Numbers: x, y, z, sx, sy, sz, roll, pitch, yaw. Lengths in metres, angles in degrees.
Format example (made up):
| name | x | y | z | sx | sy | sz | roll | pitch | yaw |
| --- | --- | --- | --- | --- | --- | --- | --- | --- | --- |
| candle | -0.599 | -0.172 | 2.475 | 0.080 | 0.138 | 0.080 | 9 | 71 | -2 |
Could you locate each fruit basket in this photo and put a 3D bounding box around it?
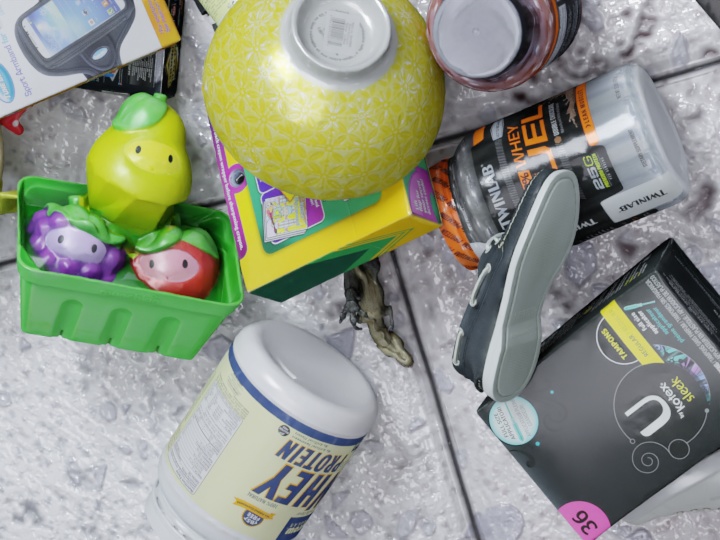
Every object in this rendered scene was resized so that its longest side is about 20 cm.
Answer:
| name | x | y | z | sx | sy | sz | roll | pitch | yaw |
| --- | --- | --- | --- | --- | --- | --- | --- | --- | --- |
| fruit basket | -0.198 | -0.042 | 1.670 | 0.214 | 0.156 | 0.217 | -5 | 129 | -6 |

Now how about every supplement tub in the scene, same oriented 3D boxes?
| name | x | y | z | sx | sy | sz | roll | pitch | yaw |
| --- | --- | --- | --- | --- | --- | --- | --- | --- | --- |
| supplement tub | 0.163 | -0.080 | 1.594 | 0.199 | 0.123 | 0.123 | -23 | 96 | 19 |
| supplement tub | -0.092 | 0.161 | 1.710 | 0.145 | 0.145 | 0.201 | 35 | 110 | 5 |
| supplement tub | 0.113 | -0.202 | 1.538 | 0.106 | 0.200 | 0.108 | 4 | 103 | 15 |

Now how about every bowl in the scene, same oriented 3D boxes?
| name | x | y | z | sx | sy | sz | roll | pitch | yaw |
| --- | --- | --- | --- | --- | --- | --- | --- | --- | --- |
| bowl | -0.022 | -0.168 | 1.513 | 0.198 | 0.108 | 0.202 | 4 | 67 | -8 |

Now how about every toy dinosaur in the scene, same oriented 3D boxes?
| name | x | y | z | sx | sy | sz | roll | pitch | yaw |
| --- | --- | --- | --- | --- | --- | --- | --- | --- | --- |
| toy dinosaur | 0.000 | 0.000 | 1.676 | 0.047 | 0.088 | 0.201 | -13 | 100 | 8 |

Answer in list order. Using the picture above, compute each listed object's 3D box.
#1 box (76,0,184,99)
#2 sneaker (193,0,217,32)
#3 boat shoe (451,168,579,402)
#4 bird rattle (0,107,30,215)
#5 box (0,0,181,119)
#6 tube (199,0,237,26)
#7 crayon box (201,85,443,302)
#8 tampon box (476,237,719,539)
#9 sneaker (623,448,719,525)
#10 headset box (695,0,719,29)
| name | x | y | z | sx | sy | sz | roll | pitch | yaw |
| --- | --- | --- | --- | --- | --- | --- | --- | --- | --- |
| box | -0.234 | -0.261 | 1.702 | 0.158 | 0.046 | 0.202 | 10 | 105 | 13 |
| sneaker | -0.068 | -0.277 | 1.638 | 0.200 | 0.073 | 0.112 | -39 | 91 | 21 |
| boat shoe | 0.120 | 0.006 | 1.539 | 0.060 | 0.075 | 0.201 | 30 | 110 | 37 |
| bird rattle | -0.357 | -0.120 | 1.725 | 0.163 | 0.112 | 0.201 | 28 | 133 | 43 |
| box | -0.266 | -0.211 | 1.627 | 0.199 | 0.041 | 0.120 | -26 | 97 | -15 |
| tube | -0.126 | -0.261 | 1.611 | 0.058 | 0.052 | 0.201 | -35 | 85 | -6 |
| crayon box | -0.035 | -0.099 | 1.624 | 0.172 | 0.058 | 0.201 | -24 | 68 | 27 |
| tampon box | 0.226 | 0.101 | 1.617 | 0.200 | 0.126 | 0.150 | -41 | 89 | 20 |
| sneaker | 0.318 | 0.188 | 1.640 | 0.199 | 0.073 | 0.085 | -28 | 92 | 18 |
| headset box | 0.300 | -0.297 | 1.530 | 0.148 | 0.075 | 0.200 | -40 | 90 | 20 |
